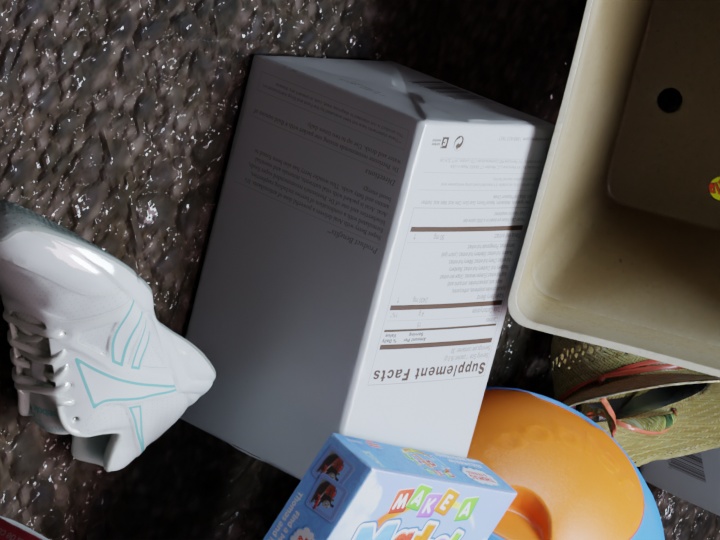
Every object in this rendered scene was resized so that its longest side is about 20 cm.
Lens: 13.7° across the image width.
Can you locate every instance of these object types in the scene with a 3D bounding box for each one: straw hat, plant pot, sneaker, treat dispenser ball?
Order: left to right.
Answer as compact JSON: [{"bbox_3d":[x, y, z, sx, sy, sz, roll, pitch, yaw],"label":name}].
[{"bbox_3d":[-0.137,0.036,1.449,0.080,0.070,0.200,-54,145,-13],"label":"sneaker"},{"bbox_3d":[0.073,0.166,1.697,0.201,0.201,0.201,-31,133,-41],"label":"treat dispenser ball"},{"bbox_3d":[0.162,0.059,1.835,0.201,0.201,0.085,22,55,-56],"label":"straw hat"},{"bbox_3d":[0.205,-0.063,1.608,0.177,0.200,0.200,-61,165,-73],"label":"plant pot"}]

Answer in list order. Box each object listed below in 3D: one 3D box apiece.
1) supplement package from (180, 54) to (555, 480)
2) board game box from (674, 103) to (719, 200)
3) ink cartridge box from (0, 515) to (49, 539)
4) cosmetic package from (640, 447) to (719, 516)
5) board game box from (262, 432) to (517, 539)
[{"bbox_3d":[0.000,0.000,1.567,0.120,0.121,0.200,-2,111,-52],"label":"supplement package"},{"bbox_3d":[0.260,-0.100,1.843,0.200,0.101,0.048,-48,128,-46],"label":"board game box"},{"bbox_3d":[-0.175,0.243,1.505,0.200,0.086,0.148,-58,146,-11],"label":"ink cartridge box"},{"bbox_3d":[0.271,0.057,2.011,0.200,0.085,0.108,-47,142,-28],"label":"cosmetic package"},{"bbox_3d":[-0.018,0.180,1.542,0.151,0.037,0.200,15,110,-57],"label":"board game box"}]
